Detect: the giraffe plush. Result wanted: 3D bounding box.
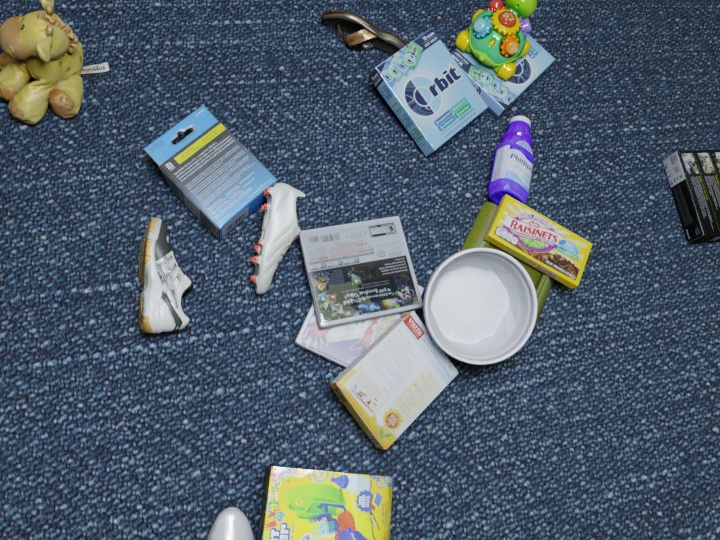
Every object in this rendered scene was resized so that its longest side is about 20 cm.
[{"bbox_3d":[-0.556,-0.379,1.038,0.199,0.162,0.173,-33,81,-19],"label":"giraffe plush"}]

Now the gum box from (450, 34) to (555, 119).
[{"bbox_3d":[0.305,-0.457,1.308,0.170,0.045,0.200,45,70,5],"label":"gum box"}]

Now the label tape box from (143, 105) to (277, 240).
[{"bbox_3d":[-0.272,-0.180,1.087,0.200,0.063,0.144,45,69,4],"label":"label tape box"}]

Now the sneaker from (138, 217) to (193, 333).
[{"bbox_3d":[-0.333,0.010,1.020,0.087,0.075,0.203,3,73,-28],"label":"sneaker"}]

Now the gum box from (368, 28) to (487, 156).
[{"bbox_3d":[0.141,-0.366,1.216,0.170,0.044,0.201,-39,96,-20],"label":"gum box"}]

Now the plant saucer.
[{"bbox_3d":[0.301,-0.021,1.166,0.198,0.048,0.201,30,69,-1],"label":"plant saucer"}]

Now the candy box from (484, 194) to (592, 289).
[{"bbox_3d":[0.346,-0.057,1.147,0.199,0.026,0.103,29,66,-2],"label":"candy box"}]

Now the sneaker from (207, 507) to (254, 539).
[{"bbox_3d":[-0.195,0.461,0.879,0.077,0.099,0.203,3,72,-11],"label":"sneaker"}]

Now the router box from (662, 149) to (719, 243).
[{"bbox_3d":[0.769,-0.166,1.308,0.147,0.051,0.202,-4,74,-15],"label":"router box"}]

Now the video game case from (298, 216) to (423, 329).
[{"bbox_3d":[0.000,0.000,1.088,0.198,0.023,0.184,-10,74,-16],"label":"video game case"}]

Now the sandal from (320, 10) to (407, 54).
[{"bbox_3d":[0.006,-0.488,1.250,0.198,0.082,0.055,24,91,-11],"label":"sandal"}]

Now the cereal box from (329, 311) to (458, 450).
[{"bbox_3d":[0.062,0.188,1.032,0.200,0.039,0.145,-39,96,-26],"label":"cereal box"}]

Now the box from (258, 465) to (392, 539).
[{"bbox_3d":[-0.061,0.414,0.910,0.190,0.122,0.202,8,70,-10],"label":"box"}]

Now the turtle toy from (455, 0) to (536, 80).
[{"bbox_3d":[0.301,-0.512,1.247,0.145,0.101,0.201,34,69,2],"label":"turtle toy"}]

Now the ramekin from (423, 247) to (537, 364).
[{"bbox_3d":[0.206,0.061,1.064,0.197,0.105,0.203,0,90,-2],"label":"ramekin"}]

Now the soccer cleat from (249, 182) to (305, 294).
[{"bbox_3d":[-0.146,-0.054,1.055,0.077,0.069,0.203,11,88,-19],"label":"soccer cleat"}]

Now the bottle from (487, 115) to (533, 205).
[{"bbox_3d":[0.316,-0.226,1.221,0.083,0.065,0.202,28,63,-23],"label":"bottle"}]

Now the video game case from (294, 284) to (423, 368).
[{"bbox_3d":[0.002,0.081,1.083,0.181,0.023,0.202,25,69,-3],"label":"video game case"}]
